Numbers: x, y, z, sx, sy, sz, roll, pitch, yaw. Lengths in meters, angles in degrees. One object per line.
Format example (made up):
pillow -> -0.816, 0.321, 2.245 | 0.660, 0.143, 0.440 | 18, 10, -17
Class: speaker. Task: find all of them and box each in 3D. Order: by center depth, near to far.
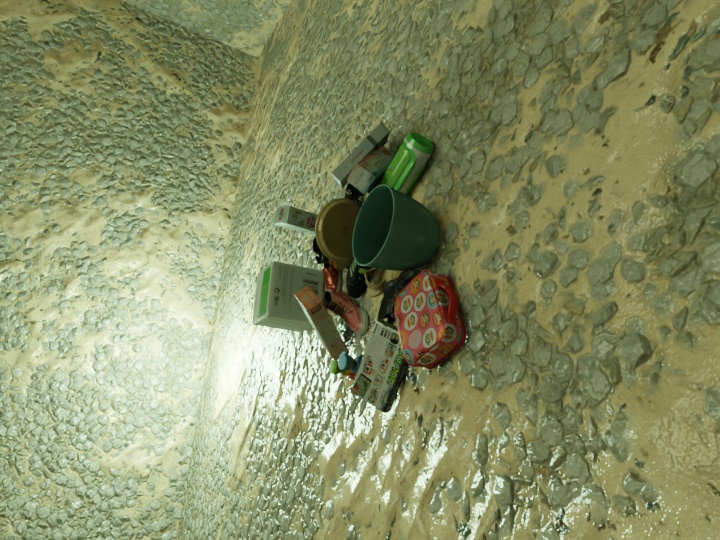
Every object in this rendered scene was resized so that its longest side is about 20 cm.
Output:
speaker -> 0.116, -0.270, 1.430 | 0.200, 0.088, 0.089 | -57, 32, 33

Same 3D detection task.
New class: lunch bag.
lunch bag -> 0.157, 0.100, 1.176 | 0.176, 0.081, 0.201 | -51, 36, 40

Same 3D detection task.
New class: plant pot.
plant pot -> 0.096, -0.089, 1.293 | 0.201, 0.160, 0.202 | -42, 40, 49

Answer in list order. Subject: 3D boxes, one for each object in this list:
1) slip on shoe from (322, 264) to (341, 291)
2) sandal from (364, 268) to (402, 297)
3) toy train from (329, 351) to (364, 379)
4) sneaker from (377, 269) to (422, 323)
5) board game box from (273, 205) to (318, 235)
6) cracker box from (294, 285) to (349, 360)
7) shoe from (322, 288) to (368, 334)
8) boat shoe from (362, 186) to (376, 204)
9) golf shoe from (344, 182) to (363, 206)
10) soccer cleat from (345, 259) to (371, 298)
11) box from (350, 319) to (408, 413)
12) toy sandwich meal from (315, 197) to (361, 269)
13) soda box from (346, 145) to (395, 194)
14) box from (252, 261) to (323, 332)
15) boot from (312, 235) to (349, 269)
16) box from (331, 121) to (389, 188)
slip on shoe -> -0.099, 0.013, 1.740 | 0.074, 0.061, 0.201 | -23, 59, 56
sandal -> 0.047, 0.012, 1.445 | 0.211, 0.069, 0.078 | -32, 50, 54
toy train -> -0.035, 0.271, 1.430 | 0.200, 0.115, 0.085 | -36, 46, 52
sneaker -> 0.100, 0.075, 1.330 | 0.200, 0.060, 0.105 | -35, 49, 58
board game box -> -0.184, -0.165, 1.834 | 0.147, 0.199, 0.065 | 9, 85, 63
cracker box -> -0.115, 0.157, 1.574 | 0.057, 0.201, 0.134 | -31, 28, -10
shoe -> -0.050, 0.120, 1.558 | 0.072, 0.090, 0.200 | -66, 28, 19
boat shoe -> 0.031, -0.196, 1.531 | 0.072, 0.072, 0.201 | -48, 45, 41
golf shoe -> -0.023, -0.217, 1.643 | 0.201, 0.077, 0.088 | -60, 3, 0
soccer cleat -> 0.000, 0.000, 1.516 | 0.081, 0.067, 0.201 | -83, 9, -64
box -> 0.056, 0.235, 1.298 | 0.110, 0.035, 0.201 | 26, 103, 26
toy sandwich meal -> -0.058, -0.111, 1.541 | 0.070, 0.204, 0.207 | 5, 82, 55
soda box -> 0.039, -0.287, 1.491 | 0.064, 0.068, 0.200 | -54, -4, 37
box -> -0.254, 0.096, 1.848 | 0.171, 0.199, 0.200 | -29, 53, 58
boot -> -0.092, -0.093, 1.696 | 0.070, 0.131, 0.201 | -58, 32, 32
box -> 0.000, -0.332, 1.540 | 0.200, 0.041, 0.156 | -44, 1, 1
